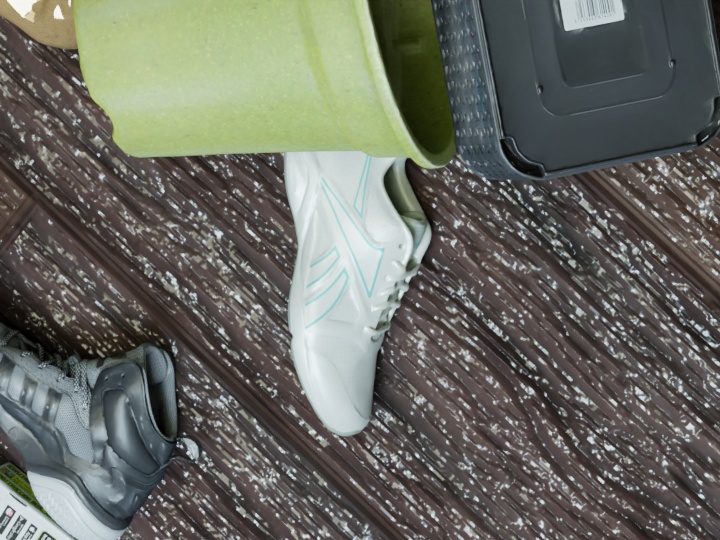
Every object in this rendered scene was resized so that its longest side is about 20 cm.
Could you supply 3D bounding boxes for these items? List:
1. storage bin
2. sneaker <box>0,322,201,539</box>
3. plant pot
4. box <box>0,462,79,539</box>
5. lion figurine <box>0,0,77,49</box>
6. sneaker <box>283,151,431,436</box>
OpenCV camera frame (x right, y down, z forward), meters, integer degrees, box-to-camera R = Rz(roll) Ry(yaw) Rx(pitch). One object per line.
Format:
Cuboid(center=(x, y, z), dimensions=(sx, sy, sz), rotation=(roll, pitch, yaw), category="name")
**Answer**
Cuboid(center=(0.115, -0.158, 1.505), dimensions=(0.134, 0.094, 0.202), rotation=(-11, 94, -13), category="storage bin")
Cuboid(center=(-0.183, 0.064, 1.668), dimensions=(0.114, 0.075, 0.200), rotation=(-38, 91, 17), category="sneaker")
Cuboid(center=(-0.057, -0.143, 1.529), dimensions=(0.183, 0.200, 0.202), rotation=(-9, 95, 16), category="plant pot")
Cuboid(center=(-0.242, 0.236, 1.727), dimensions=(0.110, 0.035, 0.201), rotation=(37, 106, 9), category="box")
Cuboid(center=(-0.215, -0.183, 1.646), dimensions=(0.199, 0.072, 0.123), rotation=(30, 112, 7), category="lion figurine")
Cuboid(center=(0.000, 0.000, 1.603), dimensions=(0.080, 0.070, 0.202), rotation=(0, 97, 14), category="sneaker")
